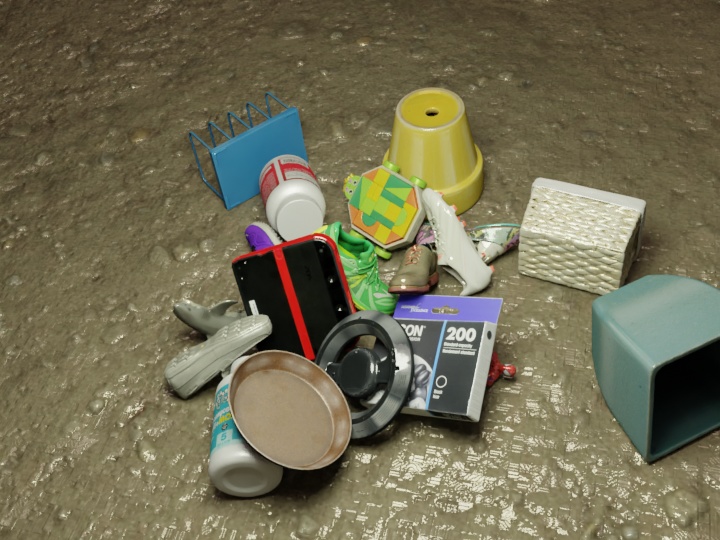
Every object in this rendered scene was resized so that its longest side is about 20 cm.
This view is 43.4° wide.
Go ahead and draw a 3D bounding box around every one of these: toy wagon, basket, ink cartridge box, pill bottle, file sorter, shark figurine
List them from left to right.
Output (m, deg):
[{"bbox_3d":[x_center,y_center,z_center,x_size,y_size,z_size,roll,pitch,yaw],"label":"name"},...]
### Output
[{"bbox_3d":[-0.216,0.103,1.546,0.211,0.128,0.091,3,70,-14],"label":"shark figurine"},{"bbox_3d":[-0.227,-0.247,1.820,0.199,0.140,0.122,-32,47,-22],"label":"file sorter"},{"bbox_3d":[-0.170,0.230,1.377,0.109,0.112,0.202,-5,45,2],"label":"pill bottle"},{"bbox_3d":[-0.125,-0.130,1.676,0.110,0.114,0.201,-13,29,-5],"label":"pill bottle"},{"bbox_3d":[0.032,-0.123,1.670,0.199,0.039,0.157,34,102,33],"label":"toy wagon"},{"bbox_3d":[0.109,0.124,1.405,0.196,0.043,0.203,0,65,35],"label":"ink cartridge box"},{"bbox_3d":[0.376,-0.055,1.559,0.197,0.137,0.124,14,52,20],"label":"basket"}]

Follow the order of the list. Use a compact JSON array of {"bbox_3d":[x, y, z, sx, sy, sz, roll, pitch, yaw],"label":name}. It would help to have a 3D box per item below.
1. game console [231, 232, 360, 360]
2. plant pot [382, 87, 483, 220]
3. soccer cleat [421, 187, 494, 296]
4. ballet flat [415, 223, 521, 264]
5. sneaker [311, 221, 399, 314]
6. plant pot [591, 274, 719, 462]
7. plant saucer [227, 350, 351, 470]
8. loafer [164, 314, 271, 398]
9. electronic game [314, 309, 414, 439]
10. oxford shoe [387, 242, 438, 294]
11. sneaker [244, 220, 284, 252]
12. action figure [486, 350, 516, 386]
[{"bbox_3d":[-0.102,0.053,1.483,0.174,0.203,0.031,-16,9,7],"label":"game console"},{"bbox_3d":[0.136,-0.231,1.719,0.197,0.190,0.203,-3,47,4],"label":"plant pot"},{"bbox_3d":[0.155,-0.050,1.575,0.077,0.069,0.201,-32,86,-5],"label":"soccer cleat"},{"bbox_3d":[0.195,-0.045,1.629,0.197,0.069,0.072,2,65,15],"label":"ballet flat"},{"bbox_3d":[0.000,0.000,1.517,0.083,0.200,0.075,-33,24,32],"label":"sneaker"},{"bbox_3d":[0.450,0.118,1.355,0.193,0.198,0.200,-21,39,-13],"label":"plant pot"},{"bbox_3d":[-0.107,0.209,1.329,0.198,0.035,0.202,20,43,-20],"label":"plant saucer"},{"bbox_3d":[-0.224,0.139,1.468,0.198,0.070,0.070,-29,19,10],"label":"loafer"},{"bbox_3d":[0.001,0.160,1.405,0.198,0.041,0.203,-17,62,35],"label":"electronic game"},{"bbox_3d":[0.085,-0.004,1.522,0.069,0.076,0.200,-1,9,14],"label":"oxford shoe"},{"bbox_3d":[-0.175,-0.010,1.635,0.099,0.070,0.200,-35,49,-14],"label":"sneaker"},{"bbox_3d":[0.148,0.137,1.433,0.197,0.099,0.066,9,70,12],"label":"action figure"}]
